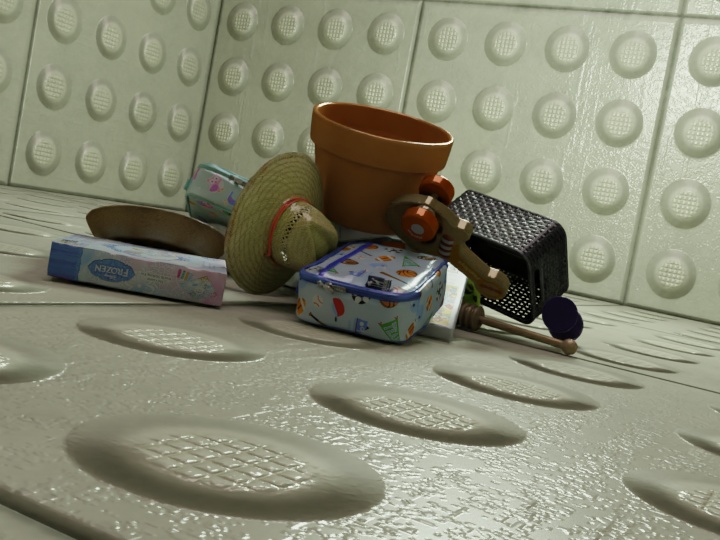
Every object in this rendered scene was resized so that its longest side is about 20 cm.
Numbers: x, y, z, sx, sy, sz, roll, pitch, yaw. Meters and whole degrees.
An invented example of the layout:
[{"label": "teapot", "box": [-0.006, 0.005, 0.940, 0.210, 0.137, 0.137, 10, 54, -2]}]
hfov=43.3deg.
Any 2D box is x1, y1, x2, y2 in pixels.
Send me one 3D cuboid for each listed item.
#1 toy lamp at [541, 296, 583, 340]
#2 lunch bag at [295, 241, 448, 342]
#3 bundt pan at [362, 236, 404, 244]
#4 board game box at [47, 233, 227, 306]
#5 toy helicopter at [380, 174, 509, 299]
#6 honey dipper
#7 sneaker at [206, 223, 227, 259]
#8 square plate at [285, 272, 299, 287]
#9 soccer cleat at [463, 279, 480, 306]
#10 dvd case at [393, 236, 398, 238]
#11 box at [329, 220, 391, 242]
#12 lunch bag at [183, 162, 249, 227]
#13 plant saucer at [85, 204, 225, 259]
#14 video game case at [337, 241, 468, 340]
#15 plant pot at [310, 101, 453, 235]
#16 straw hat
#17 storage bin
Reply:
[{"label": "toy lamp", "box": [0.303, 0.076, 1.361, 0.058, 0.059, 0.200, 12, -5, 19]}, {"label": "lunch bag", "box": [0.013, 0.020, 1.104, 0.159, 0.076, 0.200, 14, 18, 20]}, {"label": "bundt pan", "box": [0.000, 0.000, 1.407, 0.200, 0.077, 0.202, 7, 16, -2]}, {"label": "board game box", "box": [-0.265, -0.004, 1.115, 0.197, 0.044, 0.200, 10, 3, -9]}, {"label": "toy helicopter", "box": [0.113, -0.025, 1.203, 0.200, 0.079, 0.132, 39, -36, -15]}, {"label": "honey dipper", "box": [0.217, 0.082, 1.301, 0.199, 0.038, 0.038, 15, 5, 33]}, {"label": "sneaker", "box": [-0.268, -0.045, 1.521, 0.198, 0.076, 0.114, 12, 2, 0]}, {"label": "square plate", "box": [-0.071, 0.015, 1.560, 0.196, 0.029, 0.199, 9, 3, -31]}, {"label": "soccer cleat", "box": [0.131, -0.014, 1.364, 0.064, 0.084, 0.201, -19, -53, 22]}, {"label": "dvd case", "box": [0.037, -0.049, 1.614, 0.017, 0.144, 0.199, 20, -5, 45]}, {"label": "box", "box": [-0.055, -0.069, 1.369, 0.199, 0.037, 0.143, 5, 9, 45]}, {"label": "lunch bag", "box": [-0.215, -0.104, 1.518, 0.159, 0.078, 0.200, 28, -17, 0]}, {"label": "plant saucer", "box": [-0.283, -0.036, 1.257, 0.198, 0.036, 0.200, 7, -18, 2]}, {"label": "video game case", "box": [0.041, 0.022, 1.236, 0.198, 0.023, 0.182, 12, 29, 9]}, {"label": "plant pot", "box": [0.018, -0.139, 1.260, 0.198, 0.141, 0.200, 12, 20, -4]}, {"label": "straw hat", "box": [-0.075, -0.042, 1.150, 0.085, 0.203, 0.200, 27, 11, 29]}, {"label": "storage bin", "box": [0.209, -0.024, 1.384, 0.199, 0.136, 0.094, 25, 50, 40]}]
